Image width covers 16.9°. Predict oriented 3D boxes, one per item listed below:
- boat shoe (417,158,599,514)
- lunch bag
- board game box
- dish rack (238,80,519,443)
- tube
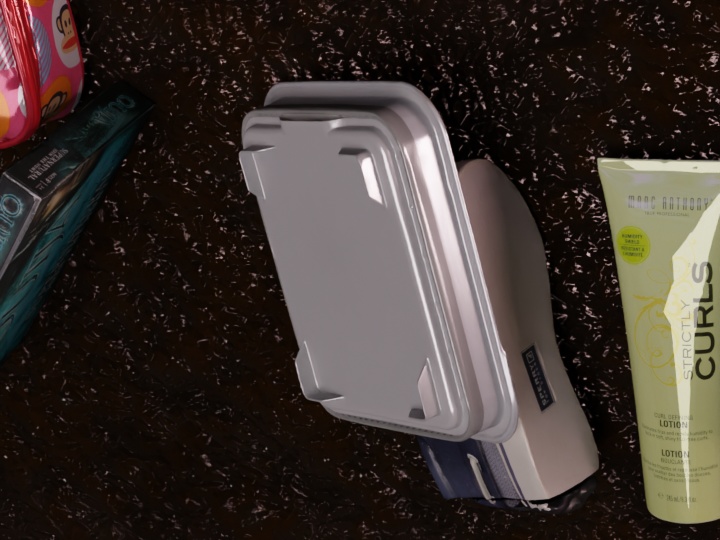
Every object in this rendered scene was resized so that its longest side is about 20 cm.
[{"bbox_3d":[0.057,0.040,1.326,0.093,0.075,0.200,-7,103,45],"label":"boat shoe"},{"bbox_3d":[-0.263,-0.155,1.366,0.200,0.082,0.176,-2,111,24],"label":"lunch bag"},{"bbox_3d":[-0.195,-0.004,1.376,0.028,0.135,0.200,35,125,4],"label":"board game box"},{"bbox_3d":[0.000,0.000,1.291,0.172,0.044,0.200,7,115,56],"label":"dish rack"},{"bbox_3d":[0.168,0.035,1.285,0.058,0.052,0.200,-11,111,-15],"label":"tube"}]
